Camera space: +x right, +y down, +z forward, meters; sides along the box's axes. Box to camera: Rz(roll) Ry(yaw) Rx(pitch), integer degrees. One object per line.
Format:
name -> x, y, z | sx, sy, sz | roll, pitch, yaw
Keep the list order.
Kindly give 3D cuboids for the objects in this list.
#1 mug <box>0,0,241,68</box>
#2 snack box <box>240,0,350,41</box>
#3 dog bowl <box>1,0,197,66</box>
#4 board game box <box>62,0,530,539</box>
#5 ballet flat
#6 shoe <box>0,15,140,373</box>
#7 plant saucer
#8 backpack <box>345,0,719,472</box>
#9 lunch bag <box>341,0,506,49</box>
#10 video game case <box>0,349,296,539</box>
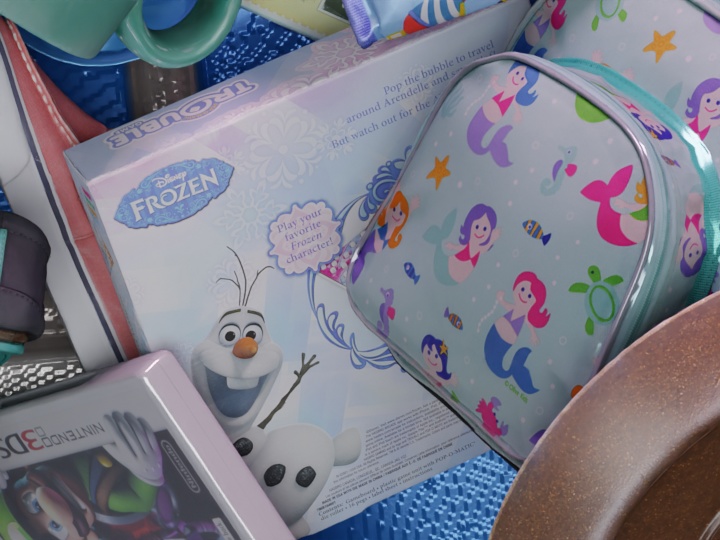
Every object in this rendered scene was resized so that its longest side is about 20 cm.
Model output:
mug -> -0.126, -0.168, 1.082 | 0.152, 0.185, 0.114 | 39, 96, 23
snack box -> 0.034, -0.179, 1.152 | 0.116, 0.037, 0.200 | 23, 116, -13
dog bowl -> -0.141, -0.179, 1.170 | 0.111, 0.050, 0.200 | -42, 102, 9
board game box -> 0.000, 0.000, 1.173 | 0.200, 0.043, 0.199 | -24, 121, -11
ballet flat -> -0.168, 0.008, 1.159 | 0.073, 0.200, 0.073 | 2, 83, -19
shoe -> -0.104, -0.037, 1.183 | 0.091, 0.071, 0.200 | -24, 119, -7
plant saucer -> 0.136, 0.090, 1.026 | 0.200, 0.034, 0.201 | -20, 134, -23
backpack -> 0.104, -0.014, 1.072 | 0.150, 0.178, 0.200 | 18, 109, -48
lunch bag -> 0.039, -0.210, 1.076 | 0.150, 0.094, 0.200 | -19, 104, 9
video game case -> -0.085, 0.134, 1.202 | 0.023, 0.182, 0.200 | -42, 106, -36
